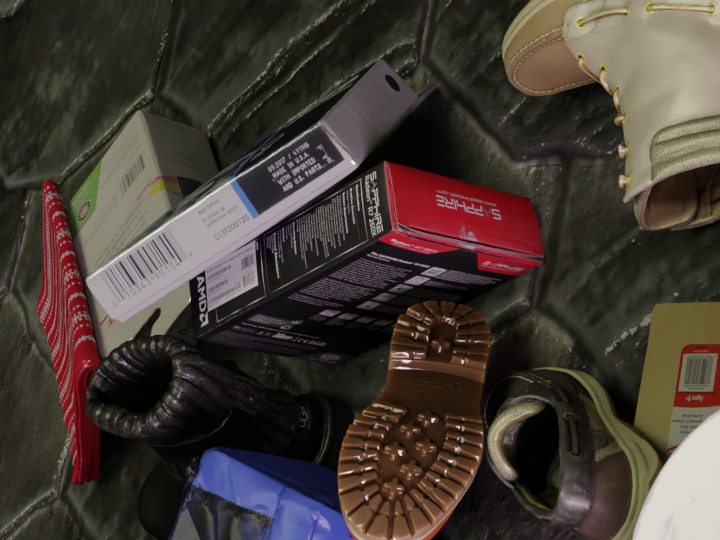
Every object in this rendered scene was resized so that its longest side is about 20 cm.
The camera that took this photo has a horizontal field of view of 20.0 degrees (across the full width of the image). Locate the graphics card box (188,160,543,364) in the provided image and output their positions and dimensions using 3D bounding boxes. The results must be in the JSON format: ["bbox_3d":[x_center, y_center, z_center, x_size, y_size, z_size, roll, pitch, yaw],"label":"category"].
[{"bbox_3d":[0.000,0.000,1.270,0.200,0.125,0.051,-30,60,43],"label":"graphics card box"}]

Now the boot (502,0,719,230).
[{"bbox_3d":[0.156,-0.095,1.158,0.199,0.072,0.156,-19,60,44],"label":"boot"}]

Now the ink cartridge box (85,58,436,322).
[{"bbox_3d":[-0.060,-0.059,1.314,0.198,0.043,0.200,-33,6,24],"label":"ink cartridge box"}]

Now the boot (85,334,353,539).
[{"bbox_3d":[-0.124,0.115,1.350,0.211,0.157,0.080,-35,49,38],"label":"boot"}]

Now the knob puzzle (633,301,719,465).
[{"bbox_3d":[0.207,0.116,1.032,0.219,0.030,0.221,-25,57,46],"label":"knob puzzle"}]

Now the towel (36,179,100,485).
[{"bbox_3d":[-0.226,0.048,1.569,0.145,0.022,0.201,99,158,-45],"label":"towel"}]

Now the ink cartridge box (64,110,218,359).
[{"bbox_3d":[-0.148,-0.007,1.512,0.117,0.067,0.201,-49,41,29],"label":"ink cartridge box"}]

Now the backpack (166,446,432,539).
[{"bbox_3d":[-0.046,0.225,1.200,0.167,0.162,0.201,23,91,34],"label":"backpack"}]

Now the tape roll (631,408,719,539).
[{"bbox_3d":[0.221,0.150,0.921,0.202,0.071,0.204,-4,83,37],"label":"tape roll"}]

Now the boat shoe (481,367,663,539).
[{"bbox_3d":[0.102,0.093,1.116,0.072,0.066,0.201,-69,20,9],"label":"boat shoe"}]

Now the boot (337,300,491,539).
[{"bbox_3d":[0.033,0.115,1.160,0.200,0.075,0.108,-64,-16,-56],"label":"boot"}]
